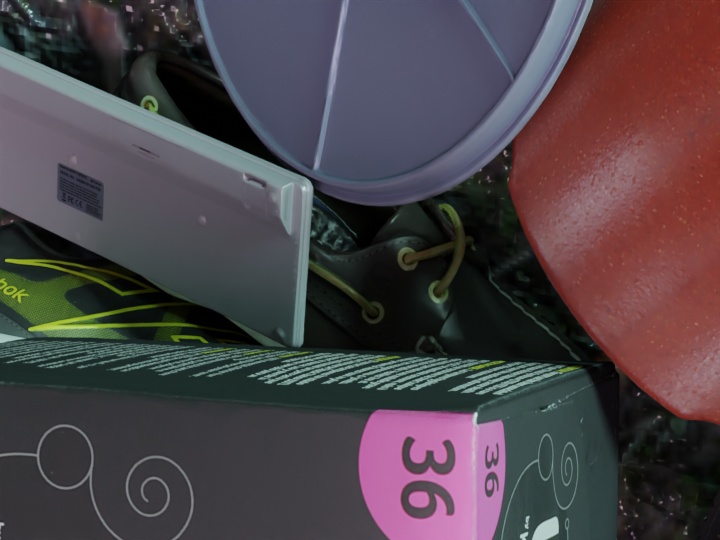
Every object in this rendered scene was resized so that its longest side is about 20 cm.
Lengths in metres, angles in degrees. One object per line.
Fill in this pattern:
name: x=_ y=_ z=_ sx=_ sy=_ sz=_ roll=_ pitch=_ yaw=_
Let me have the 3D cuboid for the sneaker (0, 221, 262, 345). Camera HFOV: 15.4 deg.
sneaker: x=-0.054 y=0.033 z=0.908 sx=0.199 sy=0.085 sz=0.075 roll=14 pitch=144 yaw=-15

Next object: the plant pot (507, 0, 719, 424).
plant pot: x=0.154 y=-0.060 z=0.747 sx=0.201 sy=0.201 sz=0.195 roll=44 pitch=127 yaw=-7

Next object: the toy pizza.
toy pizza: x=0.014 y=-0.119 z=0.785 sx=0.200 sy=0.032 sz=0.202 roll=-1 pitch=89 yaw=52

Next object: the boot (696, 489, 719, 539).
boot: x=0.139 y=0.125 z=0.757 sx=0.200 sy=0.069 sz=0.132 roll=-51 pitch=55 yaw=45

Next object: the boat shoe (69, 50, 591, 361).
boat shoe: x=0.000 y=0.000 z=0.877 sx=0.201 sy=0.072 sz=0.061 roll=30 pitch=123 yaw=4

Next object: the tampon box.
tampon box: x=-0.038 y=0.100 z=0.764 sx=0.199 sy=0.126 sz=0.151 roll=2 pitch=95 yaw=23

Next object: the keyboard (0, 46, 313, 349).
keyboard: x=-0.090 y=-0.033 z=0.866 sx=0.199 sy=0.011 sz=0.057 roll=24 pitch=126 yaw=37
